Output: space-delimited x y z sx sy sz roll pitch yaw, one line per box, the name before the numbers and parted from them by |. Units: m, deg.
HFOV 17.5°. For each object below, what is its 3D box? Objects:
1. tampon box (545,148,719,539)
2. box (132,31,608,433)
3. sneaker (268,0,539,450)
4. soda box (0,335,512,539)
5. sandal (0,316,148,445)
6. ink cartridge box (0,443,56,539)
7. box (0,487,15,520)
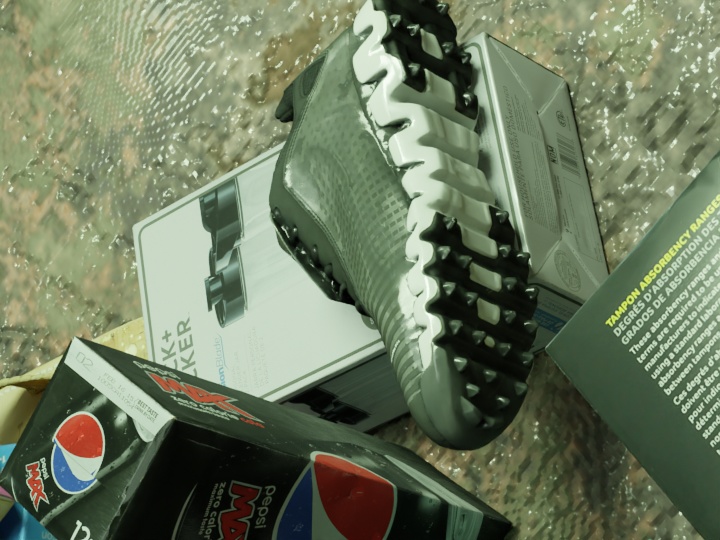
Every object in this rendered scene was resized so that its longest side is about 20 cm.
tampon box | 0.187 0.060 0.735 0.126 0.150 0.200 -50 50 15
box | 0.000 0.000 0.976 0.200 0.060 0.117 -26 60 32
sneaker | 0.010 -0.011 0.890 0.090 0.066 0.200 -33 52 31
soda box | -0.035 0.088 0.880 0.071 0.200 0.063 33 98 42
sandal | -0.164 0.071 1.085 0.211 0.070 0.078 -30 57 30
ink cartridge box | -0.144 0.189 0.975 0.147 0.145 0.201 -10 69 38
box | -0.256 0.100 0.942 0.200 0.097 0.176 -53 46 15
